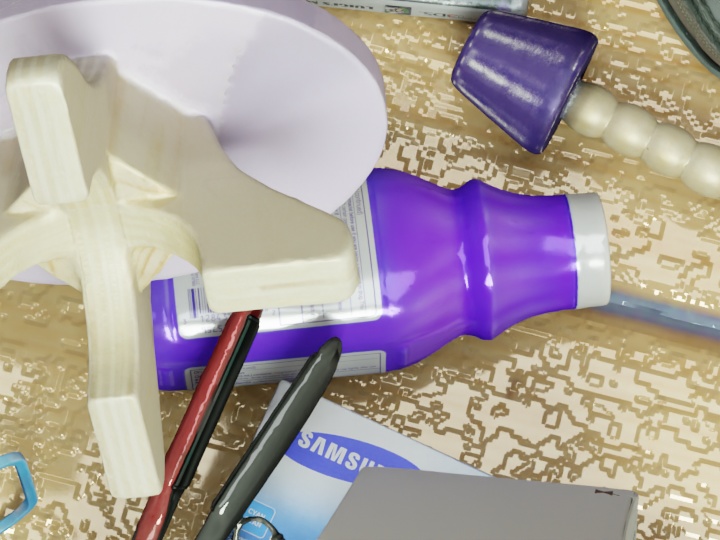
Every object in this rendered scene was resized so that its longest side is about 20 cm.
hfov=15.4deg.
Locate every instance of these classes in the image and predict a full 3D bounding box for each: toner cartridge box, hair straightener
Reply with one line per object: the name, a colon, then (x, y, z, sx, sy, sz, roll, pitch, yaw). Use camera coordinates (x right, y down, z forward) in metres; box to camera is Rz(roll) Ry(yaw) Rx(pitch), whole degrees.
toner cartridge box: (0.039, 0.129, 1.068, 0.200, 0.043, 0.095, 24, 77, 5)
hair straightener: (-0.054, 0.113, 1.015, 0.077, 0.041, 0.200, 25, 82, 6)

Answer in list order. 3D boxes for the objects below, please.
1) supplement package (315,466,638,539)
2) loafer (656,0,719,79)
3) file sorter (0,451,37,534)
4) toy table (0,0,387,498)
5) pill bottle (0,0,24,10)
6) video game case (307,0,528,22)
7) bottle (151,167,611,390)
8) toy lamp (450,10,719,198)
supplement package: (0.039, 0.184, 0.980, 0.109, 0.114, 0.200, 4, 100, 8)
loafer: (0.147, -0.178, 1.129, 0.072, 0.063, 0.200, -12, 77, -3)
file sorter: (-0.203, 0.074, 1.032, 0.123, 0.139, 0.200, -32, 79, -12)
toy table: (-0.090, -0.024, 0.955, 0.200, 0.184, 0.117, -16, 36, 11)
pill bottle: (-0.129, -0.116, 1.028, 0.112, 0.200, 0.112, -11, 38, 9)
video game case: (-0.010, -0.211, 1.157, 0.181, 0.023, 0.200, 6, 76, 1)
bottle: (0.000, 0.000, 1.084, 0.200, 0.065, 0.084, -6, 63, -3)
toy lamp: (0.133, -0.049, 1.104, 0.200, 0.058, 0.058, 26, 78, 3)
